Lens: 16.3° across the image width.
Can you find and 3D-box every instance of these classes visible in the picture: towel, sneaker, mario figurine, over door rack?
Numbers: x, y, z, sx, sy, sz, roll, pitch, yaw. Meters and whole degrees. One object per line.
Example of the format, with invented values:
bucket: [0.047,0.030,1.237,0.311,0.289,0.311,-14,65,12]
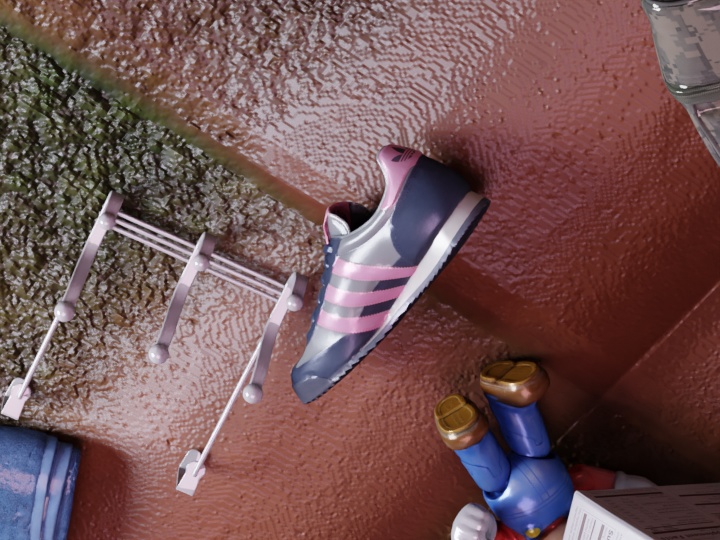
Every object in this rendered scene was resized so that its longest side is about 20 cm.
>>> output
towel: [-0.299,0.148,1.752,0.199,0.049,0.112,12,124,-2]
sneaker: [0.000,0.000,1.617,0.082,0.070,0.200,40,119,2]
mario figurine: [0.132,0.161,1.679,0.123,0.106,0.200,-20,118,17]
over door rack: [-0.140,0.059,1.662,0.147,0.067,0.200,24,123,-9]

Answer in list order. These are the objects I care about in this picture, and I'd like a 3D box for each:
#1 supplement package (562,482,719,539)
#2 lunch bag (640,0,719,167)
supplement package: [0.208,0.255,1.655,0.155,0.111,0.201,1,109,-39]
lunch bag: [0.247,-0.134,1.412,0.139,0.200,0.168,-12,119,17]
